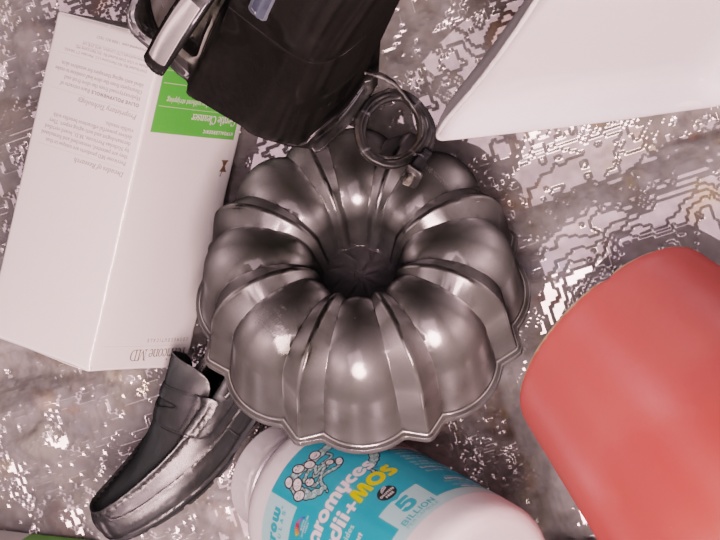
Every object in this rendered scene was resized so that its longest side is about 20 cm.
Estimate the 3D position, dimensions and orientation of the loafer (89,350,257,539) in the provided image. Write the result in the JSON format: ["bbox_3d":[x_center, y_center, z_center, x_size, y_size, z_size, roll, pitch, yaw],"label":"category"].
[{"bbox_3d":[-0.095,0.078,1.463,0.201,0.068,0.070,-46,113,-5],"label":"loafer"}]

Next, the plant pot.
[{"bbox_3d":[0.197,0.096,1.366,0.201,0.200,0.177,-48,60,10],"label":"plant pot"}]

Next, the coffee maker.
[{"bbox_3d":[-0.012,-0.166,1.310,0.192,0.200,0.135,19,61,-10],"label":"coffee maker"}]

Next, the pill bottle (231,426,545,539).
[{"bbox_3d":[0.009,0.155,1.413,0.200,0.111,0.111,24,102,47],"label":"pill bottle"}]

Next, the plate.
[{"bbox_3d":[0.156,-0.138,1.327,0.199,0.200,0.032,-9,69,-24],"label":"plate"}]

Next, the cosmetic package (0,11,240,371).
[{"bbox_3d":[-0.143,-0.046,1.448,0.085,0.108,0.201,16,99,29],"label":"cosmetic package"}]

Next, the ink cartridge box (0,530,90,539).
[{"bbox_3d":[-0.274,0.210,1.483,0.199,0.145,0.084,5,98,9],"label":"ink cartridge box"}]

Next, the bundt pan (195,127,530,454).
[{"bbox_3d":[0.000,0.000,1.404,0.201,0.076,0.203,-1,61,2],"label":"bundt pan"}]
